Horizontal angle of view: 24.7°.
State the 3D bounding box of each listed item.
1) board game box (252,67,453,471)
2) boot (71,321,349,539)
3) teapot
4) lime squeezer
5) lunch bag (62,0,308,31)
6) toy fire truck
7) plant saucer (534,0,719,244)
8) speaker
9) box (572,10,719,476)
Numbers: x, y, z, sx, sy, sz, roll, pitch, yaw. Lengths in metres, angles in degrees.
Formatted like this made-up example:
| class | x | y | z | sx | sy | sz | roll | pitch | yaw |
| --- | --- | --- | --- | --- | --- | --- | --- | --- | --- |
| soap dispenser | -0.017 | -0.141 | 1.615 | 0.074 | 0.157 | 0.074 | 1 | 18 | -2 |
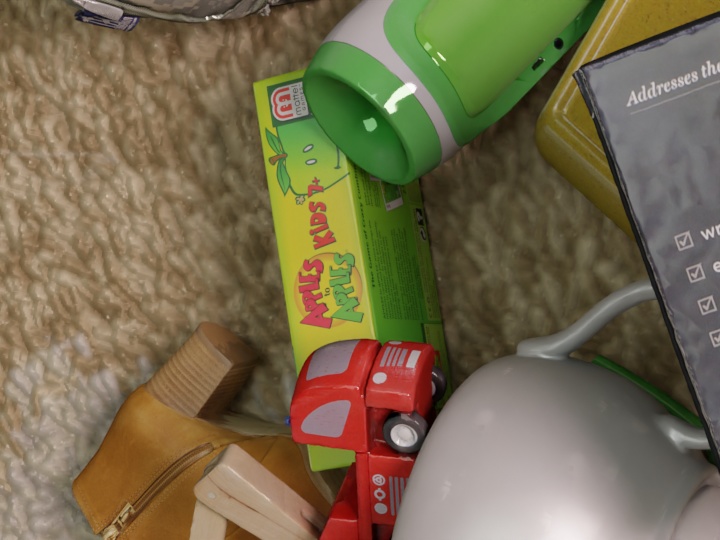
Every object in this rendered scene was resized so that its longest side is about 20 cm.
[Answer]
| class | x | y | z | sx | sy | sz | roll | pitch | yaw |
| --- | --- | --- | --- | --- | --- | --- | --- | --- | --- |
| board game box | 0.000 | 0.000 | 0.865 | 0.048 | 0.102 | 0.200 | -12 | 83 | 23 |
| boot | -0.064 | 0.141 | 0.909 | 0.201 | 0.071 | 0.144 | 43 | 109 | 22 |
| teapot | 0.111 | 0.133 | 0.752 | 0.146 | 0.200 | 0.198 | 12 | 54 | 27 |
| lime squeezer | 0.188 | 0.119 | 0.823 | 0.071 | 0.038 | 0.200 | -38 | 72 | 49 |
| lunch bag | -0.073 | -0.224 | 0.842 | 0.139 | 0.168 | 0.200 | 55 | 134 | 17 |
| toy fire truck | -0.029 | 0.120 | 0.799 | 0.141 | 0.049 | 0.200 | 4 | 120 | 14 |
| plant saucer | 0.171 | -0.088 | 0.749 | 0.200 | 0.048 | 0.200 | 48 | 119 | 39 |
| speaker | 0.064 | -0.134 | 0.811 | 0.088 | 0.089 | 0.200 | 37 | 69 | 20 |
| box | 0.207 | -0.019 | 0.615 | 0.200 | 0.124 | 0.197 | -19 | 94 | 12 |
